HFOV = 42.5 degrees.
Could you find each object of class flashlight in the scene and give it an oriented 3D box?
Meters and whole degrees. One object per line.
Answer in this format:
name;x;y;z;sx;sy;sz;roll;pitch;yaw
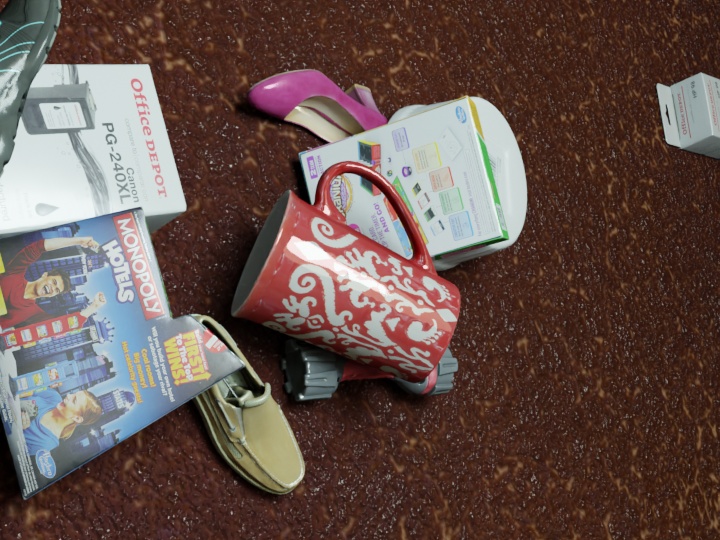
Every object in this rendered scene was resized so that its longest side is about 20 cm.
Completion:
flashlight;0.012;0.108;0.992;0.198;0.068;0.069;-2;118;-38

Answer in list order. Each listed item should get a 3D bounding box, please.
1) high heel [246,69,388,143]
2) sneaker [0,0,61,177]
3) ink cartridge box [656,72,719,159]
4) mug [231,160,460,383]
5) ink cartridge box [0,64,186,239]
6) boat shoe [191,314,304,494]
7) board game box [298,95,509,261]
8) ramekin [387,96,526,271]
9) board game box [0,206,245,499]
high heel;-0.040;-0.162;1.033;0.199;0.067;0.097;-1;66;-54
sneaker;-0.287;-0.152;0.705;0.079;0.075;0.202;24;62;-27
ink cartridge box;0.604;-0.267;1.607;0.198;0.066;0.117;5;74;-39
mug;-0.001;0.008;0.907;0.198;0.178;0.134;26;28;-13
ink cartridge box;-0.267;-0.099;0.807;0.199;0.083;0.147;-11;83;-40
boat shoe;-0.110;0.129;0.872;0.201;0.076;0.072;53;50;-14
board game box;0.044;-0.081;0.993;0.040;0.198;0.155;8;68;-70
ramekin;0.117;-0.106;1.092;0.200;0.097;0.203;20;65;-51
board game box;-0.208;0.059;0.773;0.198;0.062;0.202;-15;90;-23
